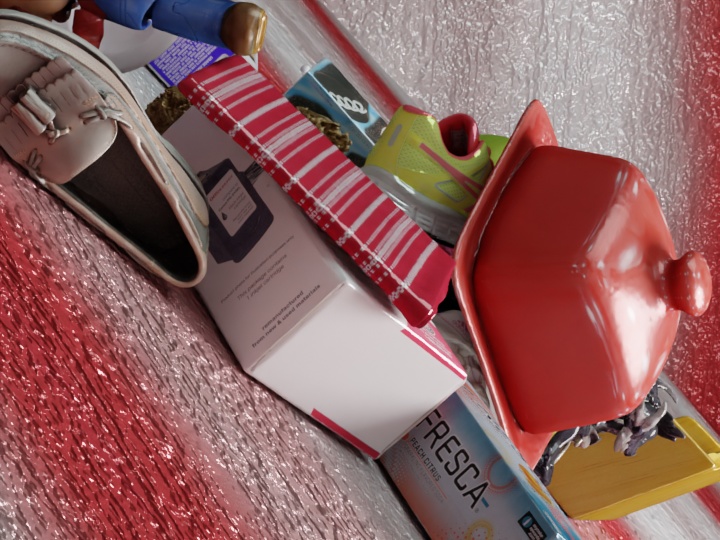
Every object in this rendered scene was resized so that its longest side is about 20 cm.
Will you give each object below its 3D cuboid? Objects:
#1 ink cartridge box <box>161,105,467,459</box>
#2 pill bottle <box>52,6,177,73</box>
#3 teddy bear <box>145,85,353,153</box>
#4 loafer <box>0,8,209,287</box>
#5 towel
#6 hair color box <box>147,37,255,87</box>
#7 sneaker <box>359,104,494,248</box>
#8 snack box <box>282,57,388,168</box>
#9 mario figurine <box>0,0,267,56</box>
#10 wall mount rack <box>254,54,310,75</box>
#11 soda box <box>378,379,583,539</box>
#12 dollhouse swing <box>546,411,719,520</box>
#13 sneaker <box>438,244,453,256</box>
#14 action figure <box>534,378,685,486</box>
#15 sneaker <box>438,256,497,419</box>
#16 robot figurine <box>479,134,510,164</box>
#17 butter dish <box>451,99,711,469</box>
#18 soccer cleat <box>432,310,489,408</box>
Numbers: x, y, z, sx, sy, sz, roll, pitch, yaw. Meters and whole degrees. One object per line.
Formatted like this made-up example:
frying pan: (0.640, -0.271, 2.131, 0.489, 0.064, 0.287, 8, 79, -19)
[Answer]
ink cartridge box: (-0.041, 0.000, 1.334, 0.145, 0.084, 0.200, 39, 13, -47)
pill bottle: (-0.196, -0.228, 1.483, 0.112, 0.112, 0.200, 40, 11, -43)
teddy bear: (-0.083, -0.087, 1.483, 0.144, 0.067, 0.200, 21, 13, 3)
loafer: (-0.143, -0.063, 1.171, 0.200, 0.072, 0.063, 45, 16, -42)
towel: (-0.022, -0.049, 1.291, 0.200, 0.022, 0.145, 44, 13, -2)
hair color box: (-0.172, -0.219, 1.736, 0.200, 0.065, 0.109, 48, 8, -15)
sneaker: (0.070, -0.060, 1.504, 0.078, 0.091, 0.200, 19, -1, 30)
snack box: (-0.001, -0.052, 1.663, 0.200, 0.116, 0.037, 47, 37, -3)
mario figurine: (-0.155, -0.176, 1.284, 0.124, 0.199, 0.106, -85, 178, -49)
wall mount rack: (-0.086, -0.171, 1.920, 0.174, 0.075, 0.200, 40, 11, -41)
soda box: (0.066, 0.130, 1.335, 0.064, 0.068, 0.200, 40, 11, -45)
dollhouse swing: (0.218, 0.119, 1.883, 0.176, 0.181, 0.200, 71, 14, 13)
sneaker: (0.000, 0.000, 1.565, 0.200, 0.095, 0.079, 27, 44, -40)
action figure: (0.186, 0.098, 1.698, 0.200, 0.102, 0.119, -21, 51, -42)
sneaker: (0.091, 0.060, 1.551, 0.072, 0.072, 0.200, 34, -30, 40)
robot figurine: (0.091, -0.025, 1.759, 0.175, 0.200, 0.116, -10, 51, -34)
butter dish: (0.164, 0.011, 1.458, 0.200, 0.147, 0.200, -60, 140, -46)
soccer cleat: (0.056, 0.080, 1.459, 0.200, 0.086, 0.070, 52, 9, 23)
